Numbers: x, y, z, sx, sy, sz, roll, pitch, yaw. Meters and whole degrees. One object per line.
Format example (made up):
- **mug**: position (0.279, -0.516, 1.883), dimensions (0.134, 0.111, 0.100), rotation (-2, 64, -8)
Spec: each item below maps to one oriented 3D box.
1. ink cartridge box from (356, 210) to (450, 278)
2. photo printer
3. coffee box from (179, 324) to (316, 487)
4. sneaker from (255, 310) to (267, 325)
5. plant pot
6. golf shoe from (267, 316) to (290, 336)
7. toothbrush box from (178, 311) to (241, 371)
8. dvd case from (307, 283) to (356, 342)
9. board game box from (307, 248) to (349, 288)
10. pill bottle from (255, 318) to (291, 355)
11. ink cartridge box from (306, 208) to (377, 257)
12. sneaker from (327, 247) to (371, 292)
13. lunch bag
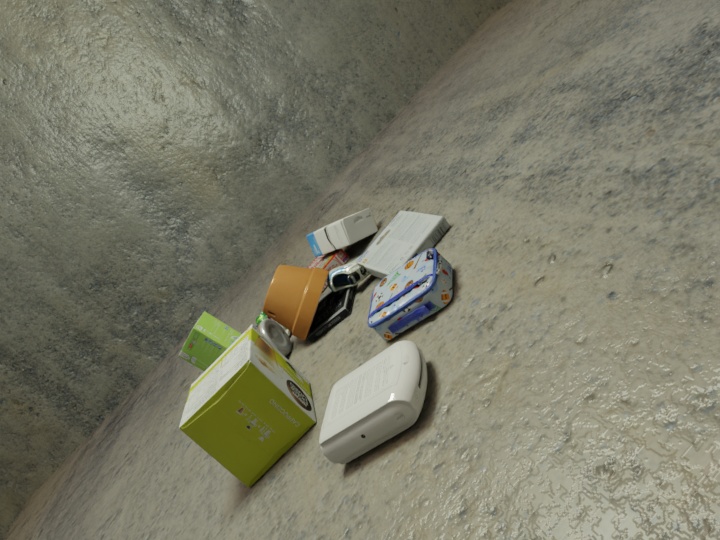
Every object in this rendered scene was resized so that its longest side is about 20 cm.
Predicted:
- **ink cartridge box**: position (0.104, -0.064, 1.394), dimensions (0.197, 0.043, 0.199), rotation (-50, 26, -11)
- **photo printer**: position (0.028, 0.214, 0.922), dimensions (0.199, 0.070, 0.167), rotation (-37, 18, 24)
- **coffee box**: position (-0.235, 0.282, 1.169), dimensions (0.200, 0.200, 0.198), rotation (-43, 17, 2)
- **sneaker**: position (-0.310, 0.189, 1.775), dimensions (0.074, 0.084, 0.201), rotation (-41, 18, 10)
- **plant pot**: position (-0.182, 0.073, 1.508), dimensions (0.200, 0.137, 0.204), rotation (-160, 90, -86)
- **golf shoe**: position (-0.229, 0.141, 1.683), dimensions (0.201, 0.092, 0.075), rotation (-52, 17, -27)
- **toothbrush box**: position (-0.439, 0.247, 1.696), dimensions (0.146, 0.198, 0.087), rotation (-53, 8, 34)
- **dvd case**: position (-0.075, 0.098, 1.527), dimensions (0.150, 0.025, 0.201), rotation (-39, 17, 23)
- **board game box**: position (-0.134, 0.005, 1.849), dimensions (0.152, 0.046, 0.199), rotation (-51, 17, -21)
- **pill bottle**: position (-0.304, 0.244, 1.569), dimensions (0.199, 0.120, 0.120), rotation (-41, 17, 15)
- **ink cartridge box**: position (-0.061, -0.124, 1.811), dimensions (0.143, 0.086, 0.198), rotation (-29, 8, -40)
- **sneaker**: position (0.000, 0.000, 1.477), dimensions (0.197, 0.072, 0.073), rotation (-28, 35, 9)
- **lunch bag**: position (0.103, 0.049, 1.128), dimensions (0.199, 0.075, 0.161), rotation (-37, 20, 29)
